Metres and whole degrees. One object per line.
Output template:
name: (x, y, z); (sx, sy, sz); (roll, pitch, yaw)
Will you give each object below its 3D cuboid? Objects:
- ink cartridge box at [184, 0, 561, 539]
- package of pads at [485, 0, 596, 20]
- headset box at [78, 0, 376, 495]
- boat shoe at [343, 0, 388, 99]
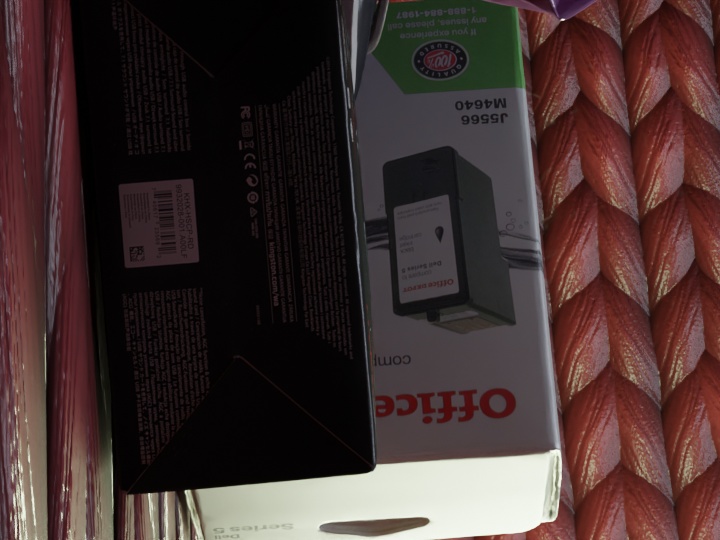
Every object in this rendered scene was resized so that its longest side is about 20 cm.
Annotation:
ink cartridge box: (0.000, 0.000, 0.917); (0.084, 0.144, 0.202); (86, 0, -64)
package of pads: (0.004, -0.154, 0.686); (0.199, 0.075, 0.121); (24, -37, 52)
headset box: (-0.036, -0.019, 0.722); (0.200, 0.074, 0.150); (-83, 168, -88)
boat shoe: (-0.025, -0.099, 0.847); (0.060, 0.073, 0.202); (-35, 136, -66)
